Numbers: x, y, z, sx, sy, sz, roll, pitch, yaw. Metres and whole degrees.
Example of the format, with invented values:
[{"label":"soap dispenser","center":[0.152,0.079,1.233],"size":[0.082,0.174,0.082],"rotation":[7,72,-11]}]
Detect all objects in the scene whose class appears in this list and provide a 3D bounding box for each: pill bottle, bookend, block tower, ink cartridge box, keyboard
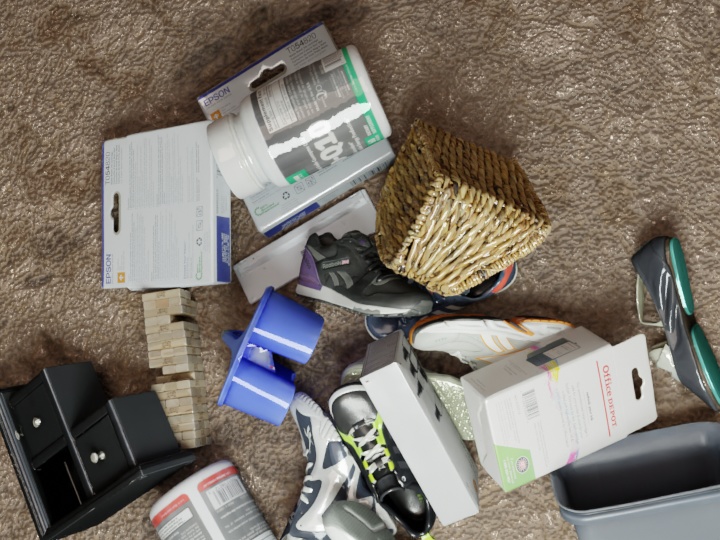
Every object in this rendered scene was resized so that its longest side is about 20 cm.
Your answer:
[{"label":"pill bottle","center":[-0.071,-0.168,1.039],"size":[0.197,0.113,0.115],"rotation":[-25,78,7]},{"label":"pill bottle","center":[-0.151,0.336,1.039],"size":[0.115,0.116,0.202],"rotation":[-34,77,4]},{"label":"bookend","center":[-0.326,0.187,1.073],"size":[0.198,0.092,0.202],"rotation":[-34,75,27]},{"label":"block tower","center":[-0.229,0.129,1.116],"size":[0.056,0.054,0.205],"rotation":[-8,81,10]},{"label":"ink cartridge box","center":[-0.248,-0.078,1.135],"size":[0.196,0.040,0.205],"rotation":[-2,86,32]},{"label":"ink cartridge box","center":[-0.082,-0.178,1.130],"size":[0.197,0.041,0.203],"rotation":[-28,77,6]},{"label":"keyboard","center":[-0.067,-0.030,1.131],"size":[0.197,0.011,0.057],"rotation":[-30,82,6]},{"label":"ink cartridge box","center":[0.219,0.142,0.980],"size":[0.196,0.067,0.119],"rotation":[-20,110,-12]}]

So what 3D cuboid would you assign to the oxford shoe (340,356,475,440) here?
[{"label":"oxford shoe","center":[0.074,0.144,1.053],"size":[0.196,0.058,0.077],"rotation":[15,110,5]}]

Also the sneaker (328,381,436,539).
[{"label":"sneaker","center":[0.034,0.216,1.006],"size":[0.071,0.083,0.202],"rotation":[-33,100,11]}]

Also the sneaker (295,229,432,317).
[{"label":"sneaker","center":[0.000,0.000,1.037],"size":[0.197,0.075,0.090],"rotation":[12,97,40]}]

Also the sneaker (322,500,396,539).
[{"label":"sneaker","center":[0.016,0.328,0.986],"size":[0.080,0.200,0.071],"rotation":[-37,32,13]}]

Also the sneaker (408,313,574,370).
[{"label":"sneaker","center":[0.150,0.098,1.014],"size":[0.195,0.076,0.094],"rotation":[3,91,-10]}]

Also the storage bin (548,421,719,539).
[{"label":"storage bin","center":[0.312,0.261,0.960],"size":[0.195,0.146,0.137],"rotation":[-12,107,9]}]

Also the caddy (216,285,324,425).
[{"label":"caddy","center":[-0.113,0.093,1.032],"size":[0.103,0.200,0.144],"rotation":[23,88,-4]}]

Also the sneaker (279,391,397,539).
[{"label":"sneaker","center":[-0.059,0.256,1.050],"size":[0.128,0.080,0.201],"rotation":[-33,87,-4]}]

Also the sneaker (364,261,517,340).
[{"label":"sneaker","center":[0.090,0.021,1.053],"size":[0.197,0.084,0.076],"rotation":[-28,78,6]}]

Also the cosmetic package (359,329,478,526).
[{"label":"cosmetic package","center":[0.070,0.174,0.990],"size":[0.050,0.083,0.202],"rotation":[-24,107,18]}]

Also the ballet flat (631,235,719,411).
[{"label":"ballet flat","center":[0.354,0.063,1.010],"size":[0.072,0.073,0.204],"rotation":[-17,85,8]}]

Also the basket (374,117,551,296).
[{"label":"basket","center":[0.107,-0.055,1.007],"size":[0.146,0.201,0.145],"rotation":[20,115,-15]}]
